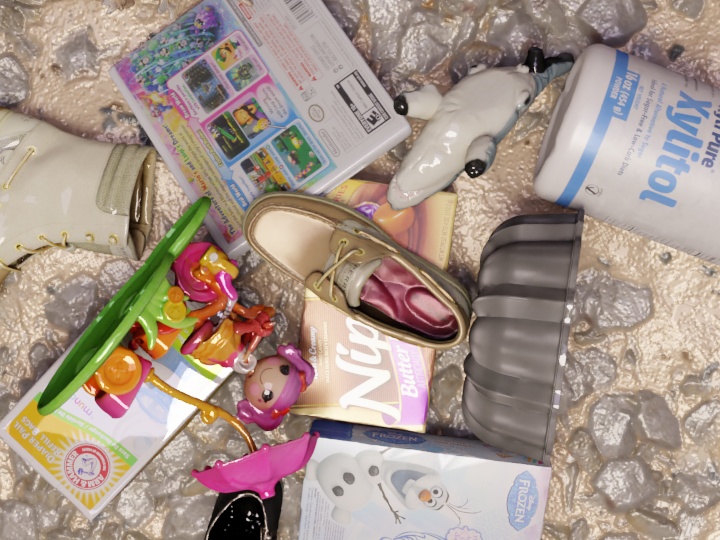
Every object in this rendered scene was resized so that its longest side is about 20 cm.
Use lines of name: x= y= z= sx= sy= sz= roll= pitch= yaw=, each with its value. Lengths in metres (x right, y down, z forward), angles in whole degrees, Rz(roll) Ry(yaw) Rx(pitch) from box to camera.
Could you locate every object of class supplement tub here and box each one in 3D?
supplement tub: x=0.249 y=-0.087 z=0.989 sx=0.199 sy=0.132 sz=0.132 roll=20 pitch=94 yaw=1

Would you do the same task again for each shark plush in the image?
shark plush: x=0.094 y=-0.128 z=1.004 sx=0.091 sy=0.083 sz=0.200 roll=32 pitch=60 yaw=13

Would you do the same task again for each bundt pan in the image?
bundt pan: x=0.124 y=0.048 z=0.971 sx=0.075 sy=0.202 sz=0.203 roll=8 pitch=94 yaw=10

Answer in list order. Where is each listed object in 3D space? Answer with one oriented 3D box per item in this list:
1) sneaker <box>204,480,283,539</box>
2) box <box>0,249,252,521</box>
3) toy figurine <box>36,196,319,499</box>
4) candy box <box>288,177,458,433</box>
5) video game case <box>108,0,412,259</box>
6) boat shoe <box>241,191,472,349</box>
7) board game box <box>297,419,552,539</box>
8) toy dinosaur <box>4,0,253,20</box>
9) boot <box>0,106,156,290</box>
sneaker: x=-0.113 y=0.264 z=1.032 sx=0.075 sy=0.106 sz=0.201 roll=9 pitch=93 yaw=1
box: x=-0.184 y=0.090 z=1.026 sx=0.112 sy=0.101 sz=0.200 roll=44 pitch=93 yaw=-1
toy figurine: x=-0.105 y=0.077 z=0.929 sx=0.184 sy=0.150 sz=0.200 roll=39 pitch=69 yaw=-14
candy box: x=0.010 y=0.027 z=1.040 sx=0.116 sy=0.056 sz=0.201 roll=9 pitch=92 yaw=1
video game case: x=-0.085 y=-0.139 z=1.023 sx=0.182 sy=0.024 sz=0.200 roll=-35 pitch=74 yaw=4
boat shoe: x=0.000 y=0.000 z=0.968 sx=0.199 sy=0.066 sz=0.074 roll=24 pitch=103 yaw=-6
board game box: x=0.046 y=0.235 z=1.040 sx=0.198 sy=0.043 sz=0.201 roll=8 pitch=105 yaw=2
toy dinosaur: x=-0.190 y=-0.255 z=1.014 sx=0.199 sy=0.136 sz=0.086 roll=-1 pitch=106 yaw=-18
boot: x=-0.258 y=-0.023 z=1.033 sx=0.154 sy=0.072 sz=0.201 roll=14 pitch=89 yaw=7
